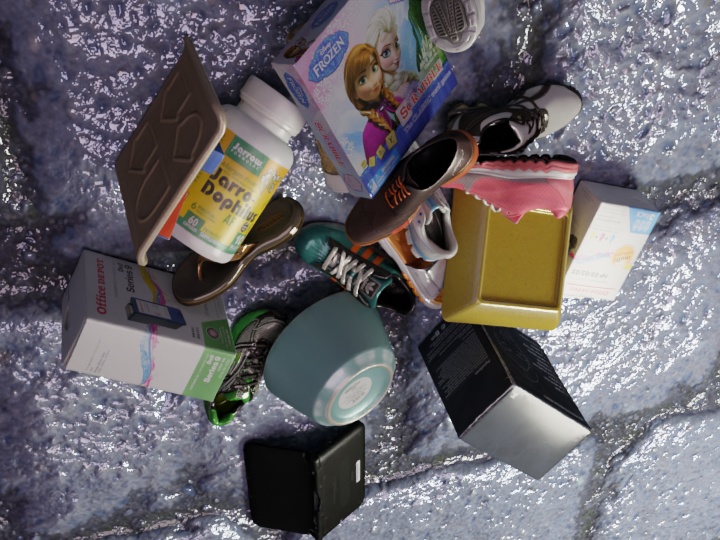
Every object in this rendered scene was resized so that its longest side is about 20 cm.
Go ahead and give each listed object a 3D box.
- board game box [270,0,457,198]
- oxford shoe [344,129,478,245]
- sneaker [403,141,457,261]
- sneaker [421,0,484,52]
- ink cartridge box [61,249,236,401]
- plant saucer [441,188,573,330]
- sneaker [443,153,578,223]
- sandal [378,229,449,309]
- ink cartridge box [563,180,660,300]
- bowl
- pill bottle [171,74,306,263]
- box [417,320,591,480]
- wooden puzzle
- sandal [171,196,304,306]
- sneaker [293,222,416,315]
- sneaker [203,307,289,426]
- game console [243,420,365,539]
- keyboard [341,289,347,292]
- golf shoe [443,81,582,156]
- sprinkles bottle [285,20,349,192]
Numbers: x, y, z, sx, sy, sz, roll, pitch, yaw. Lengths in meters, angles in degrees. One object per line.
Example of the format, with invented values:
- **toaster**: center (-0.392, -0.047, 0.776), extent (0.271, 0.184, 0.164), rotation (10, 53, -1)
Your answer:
- **board game box**: center (0.014, -0.225, 0.993), extent (0.201, 0.041, 0.200), rotation (-54, 134, -21)
- **oxford shoe**: center (0.049, -0.102, 1.045), extent (0.199, 0.072, 0.072), rotation (-41, 170, 19)
- **sneaker**: center (0.075, -0.102, 1.110), extent (0.074, 0.087, 0.202), rotation (-32, 105, -10)
- **sneaker**: center (0.097, -0.355, 0.984), extent (0.076, 0.099, 0.204), rotation (-3, 110, 26)
- **ink cartridge box**: center (-0.271, 0.071, 1.104), extent (0.197, 0.146, 0.088), rotation (17, 118, -28)
- **plant saucer**: center (0.217, -0.021, 1.213), extent (0.196, 0.048, 0.205), rotation (6, 91, -23)
- **sneaker**: center (0.182, -0.104, 1.129), extent (0.196, 0.074, 0.089), rotation (3, 104, 23)
- **sandal**: center (0.085, -0.023, 1.198), extent (0.058, 0.080, 0.207), rotation (-17, 133, 31)
- **ink cartridge box**: center (0.348, -0.025, 1.305), extent (0.113, 0.068, 0.203), rotation (6, 122, -23)
- **bowl**: center (-0.027, 0.140, 1.226), extent (0.199, 0.105, 0.203), rotation (-28, 144, -23)
- **pill bottle**: center (-0.148, -0.121, 1.021), extent (0.112, 0.113, 0.202), rotation (31, 95, -34)
- **box**: center (0.217, 0.179, 1.322), extent (0.199, 0.198, 0.124), rotation (32, 110, -34)
- **wooden puzzle**: center (-0.205, -0.131, 0.959), extent (0.046, 0.186, 0.201), rotation (18, 118, -34)
- **sandal**: center (-0.162, -0.034, 1.105), extent (0.198, 0.082, 0.055), rotation (-33, 144, 1)
- **sneaker**: center (0.000, 0.000, 1.188), extent (0.198, 0.080, 0.072), rotation (25, 112, -27)
- **sneaker**: center (-0.158, 0.139, 1.232), extent (0.077, 0.086, 0.202), rotation (20, 115, -30)
- **game console**: center (-0.087, 0.338, 1.442), extent (0.175, 0.115, 0.203), rotation (-32, 137, -35)
- **keyboard**: center (-0.051, 0.087, 1.280), extent (0.200, 0.011, 0.056), rotation (-44, 126, 13)
- **golf shoe**: center (0.209, -0.185, 1.126), extent (0.196, 0.095, 0.079), rotation (-16, 127, -10)
- **sprinkles bottle**: center (-0.033, -0.195, 1.042), extent (0.067, 0.069, 0.203), rotation (-19, 125, -5)
